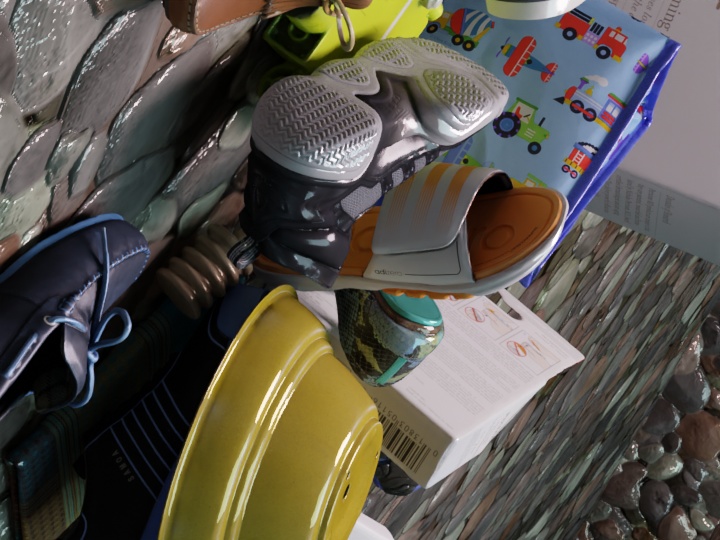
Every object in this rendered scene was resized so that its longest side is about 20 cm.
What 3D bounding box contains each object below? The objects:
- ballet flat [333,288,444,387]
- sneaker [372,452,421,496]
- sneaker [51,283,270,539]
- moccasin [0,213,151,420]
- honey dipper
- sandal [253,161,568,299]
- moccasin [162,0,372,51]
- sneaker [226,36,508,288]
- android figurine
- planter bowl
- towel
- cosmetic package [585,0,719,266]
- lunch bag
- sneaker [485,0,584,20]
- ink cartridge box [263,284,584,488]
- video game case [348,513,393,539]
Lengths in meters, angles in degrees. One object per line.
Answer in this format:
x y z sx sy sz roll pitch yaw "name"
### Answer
0.000 0.000 1.425 0.074 0.074 0.200 -62 -158 27 "ballet flat"
0.035 0.074 1.564 0.079 0.075 0.201 104 -4 -48 "sneaker"
-0.118 0.093 1.342 0.070 0.078 0.201 64 48 -72 "sneaker"
-0.166 0.046 1.143 0.200 0.068 0.081 -43 162 -39 "moccasin"
-0.034 -0.047 1.353 0.200 0.038 0.038 -40 162 -15 "honey dipper"
0.017 -0.027 1.336 0.059 0.206 0.079 62 35 -39 "sandal"
-0.012 -0.157 1.125 0.201 0.078 0.074 -23 145 -42 "moccasin"
-0.002 -0.059 1.275 0.200 0.075 0.114 -21 144 -49 "sneaker"
0.007 -0.156 1.301 0.182 0.041 0.200 -54 164 -2 "android figurine"
-0.041 0.116 1.334 0.200 0.083 0.201 20 90 -79 "planter bowl"
-0.141 0.077 1.395 0.200 0.022 0.147 -45 162 -26 "towel"
0.223 -0.125 1.677 0.166 0.199 0.168 65 48 -76 "cosmetic package"
0.082 -0.089 1.432 0.200 0.150 0.094 -52 167 -29 "lunch bag"
0.132 -0.217 1.383 0.200 0.078 0.080 -44 132 -55 "sneaker"
0.039 0.048 1.504 0.200 0.160 0.047 -24 150 -58 "ink cartridge box"
-0.102 0.200 1.503 0.182 0.024 0.200 -47 129 10 "video game case"
